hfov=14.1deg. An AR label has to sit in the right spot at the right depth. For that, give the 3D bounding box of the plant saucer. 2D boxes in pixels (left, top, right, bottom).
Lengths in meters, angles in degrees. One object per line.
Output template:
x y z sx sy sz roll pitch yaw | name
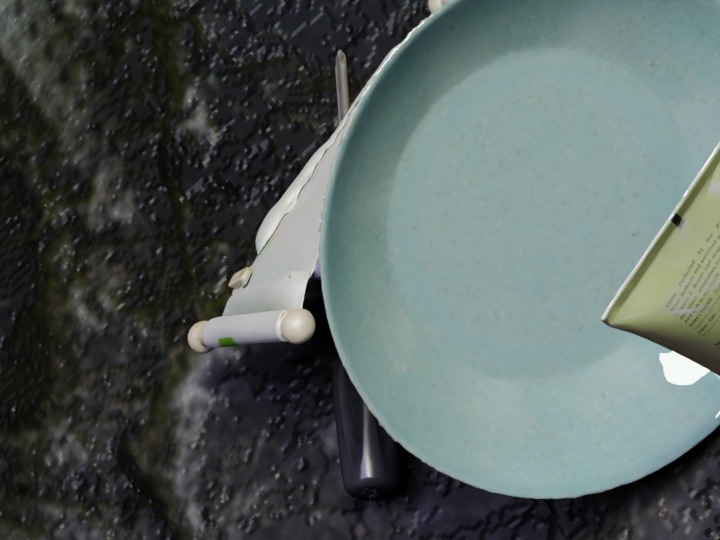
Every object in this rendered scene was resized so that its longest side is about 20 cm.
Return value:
0.072 -0.018 1.067 0.201 0.201 0.039 -59 26 0 | plant saucer

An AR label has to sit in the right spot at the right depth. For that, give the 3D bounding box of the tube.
0.139 0.011 0.993 0.052 0.200 0.058 -12 69 23 | tube

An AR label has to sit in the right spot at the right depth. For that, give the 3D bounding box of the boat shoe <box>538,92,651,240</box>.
0.102 -0.096 1.127 0.072 0.068 0.200 21 85 33 | boat shoe

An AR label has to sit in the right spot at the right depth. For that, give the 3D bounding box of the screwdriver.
0.000 0.000 1.187 0.028 0.029 0.200 -17 58 24 | screwdriver

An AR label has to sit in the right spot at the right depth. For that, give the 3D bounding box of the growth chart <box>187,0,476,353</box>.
0.008 -0.048 1.131 0.200 0.018 0.145 -55 16 -10 | growth chart
